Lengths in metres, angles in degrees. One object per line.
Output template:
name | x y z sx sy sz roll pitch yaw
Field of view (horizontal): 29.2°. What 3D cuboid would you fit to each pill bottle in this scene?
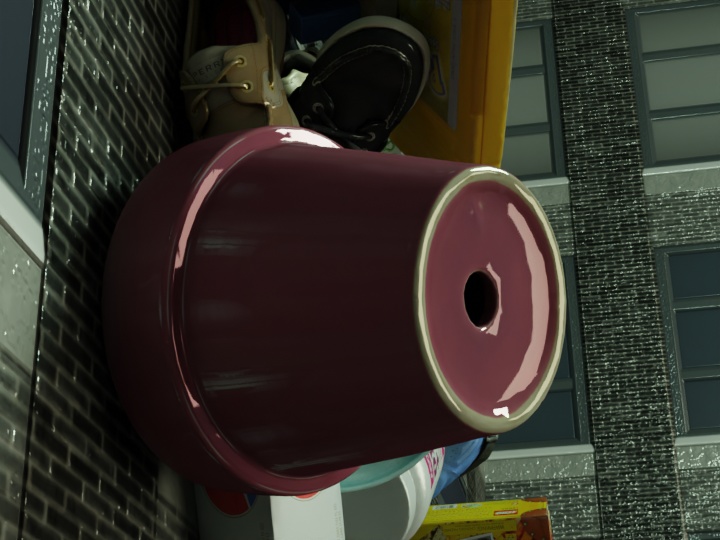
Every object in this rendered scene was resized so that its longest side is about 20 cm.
pill bottle | 0.005 0.164 1.116 0.200 0.112 0.114 -40 124 -79

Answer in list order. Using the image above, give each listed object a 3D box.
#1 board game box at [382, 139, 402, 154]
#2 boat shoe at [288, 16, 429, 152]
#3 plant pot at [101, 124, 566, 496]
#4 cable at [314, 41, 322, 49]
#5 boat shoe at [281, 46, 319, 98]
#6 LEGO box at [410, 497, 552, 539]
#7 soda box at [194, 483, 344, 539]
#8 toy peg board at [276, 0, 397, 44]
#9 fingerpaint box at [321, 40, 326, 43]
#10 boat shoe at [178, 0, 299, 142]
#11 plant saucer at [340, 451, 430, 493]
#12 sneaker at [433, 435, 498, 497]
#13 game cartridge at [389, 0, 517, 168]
board game box | 0.032 -0.065 1.171 0.200 0.126 0.035 25 56 -52
boat shoe | -0.019 -0.093 0.925 0.199 0.074 0.066 -34 -148 52
plant pot | -0.002 0.019 0.714 0.199 0.178 0.202 5 83 -50
cable | 0.029 -0.159 1.383 0.201 0.069 0.200 57 4 21
boat shoe | -0.044 -0.145 1.109 0.200 0.074 0.069 -88 166 -70
LEGO box | 0.072 0.284 1.202 0.077 0.198 0.150 -10 93 -82
soda box | -0.061 0.083 0.829 0.063 0.068 0.202 -9 94 -49
toy peg board | -0.057 -0.260 0.942 0.200 0.097 0.200 95 -28 -44
fingerpaint box | -0.012 -0.256 1.159 0.200 0.073 0.168 -118 -172 -57
boat shoe | -0.085 -0.116 0.872 0.069 0.073 0.201 49 26 -47
plant saucer | -0.017 0.045 0.918 0.036 0.199 0.202 -173 -104 -65
sneaker | 0.086 0.124 1.257 0.111 0.076 0.201 -23 139 -53
game cartridge | 0.045 -0.160 0.926 0.176 0.032 0.201 -129 -148 -46
